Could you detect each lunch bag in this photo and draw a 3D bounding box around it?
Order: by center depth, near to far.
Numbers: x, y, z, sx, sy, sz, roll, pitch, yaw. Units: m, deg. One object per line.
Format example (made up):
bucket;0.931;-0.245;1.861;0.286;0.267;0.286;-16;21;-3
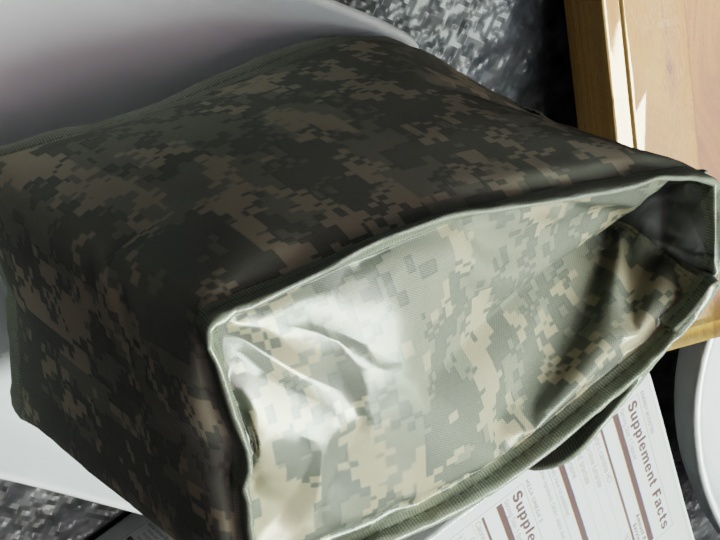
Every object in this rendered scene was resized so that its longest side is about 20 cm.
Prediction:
lunch bag;0.000;0.000;0.740;0.199;0.164;0.119;-23;120;-28

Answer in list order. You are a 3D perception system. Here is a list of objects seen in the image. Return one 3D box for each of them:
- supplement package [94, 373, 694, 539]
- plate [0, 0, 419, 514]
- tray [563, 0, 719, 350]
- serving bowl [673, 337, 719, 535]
supplement package;0.017;0.111;0.891;0.199;0.114;0.110;-34;129;-19
plate;-0.092;-0.022;0.789;0.199;0.032;0.201;19;99;-43
tray;0.134;-0.076;0.893;0.098;0.037;0.202;-14;108;-19
serving bowl;0.219;0.044;1.012;0.198;0.066;0.202;-5;104;-21
